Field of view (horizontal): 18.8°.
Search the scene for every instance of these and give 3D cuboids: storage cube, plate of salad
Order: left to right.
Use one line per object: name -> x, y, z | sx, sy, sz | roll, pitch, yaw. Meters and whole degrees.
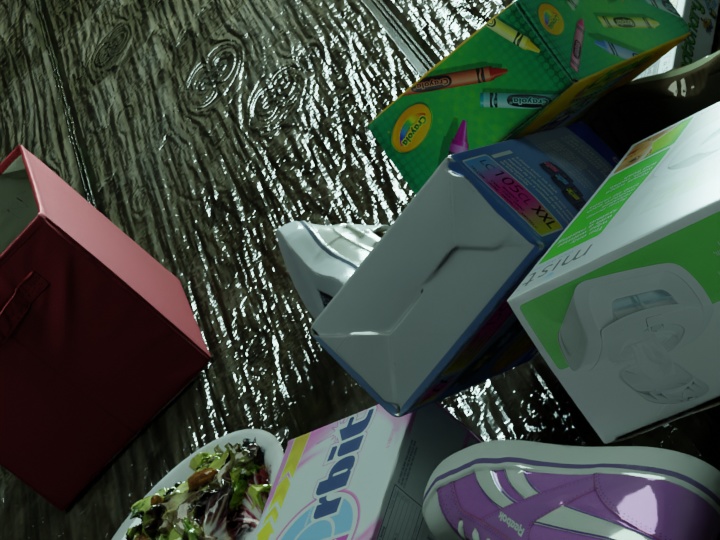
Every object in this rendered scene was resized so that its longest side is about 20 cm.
storage cube -> -0.245, 0.043, 1.670 | 0.171, 0.180, 0.200 | -46, 25, 5
plate of salad -> -0.127, 0.180, 1.423 | 0.200, 0.048, 0.200 | -39, 25, 22

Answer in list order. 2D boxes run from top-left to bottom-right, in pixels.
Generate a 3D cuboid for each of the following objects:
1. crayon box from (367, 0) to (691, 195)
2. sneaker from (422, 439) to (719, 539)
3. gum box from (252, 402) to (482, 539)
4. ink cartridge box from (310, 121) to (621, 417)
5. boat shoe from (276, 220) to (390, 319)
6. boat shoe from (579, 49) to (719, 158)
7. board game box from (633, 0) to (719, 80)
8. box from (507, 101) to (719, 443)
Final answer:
crayon box -> 0.102, -0.112, 1.259 | 0.119, 0.058, 0.200 | -39, -6, 30
sneaker -> 0.085, 0.147, 1.083 | 0.200, 0.073, 0.114 | -12, 46, 54
gum box -> -0.010, 0.174, 1.206 | 0.113, 0.066, 0.200 | -25, 33, 41
ink cartridge box -> 0.081, -0.006, 1.210 | 0.136, 0.076, 0.200 | -51, -15, 27
boat shoe -> 0.000, 0.000, 1.474 | 0.070, 0.071, 0.200 | -24, 16, -13
boat shoe -> 0.209, -0.095, 1.263 | 0.076, 0.072, 0.200 | -31, 7, -37
board game box -> 0.175, -0.146, 1.419 | 0.126, 0.035, 0.200 | -30, 30, 37
box -> 0.201, -0.022, 1.060 | 0.200, 0.097, 0.176 | -26, 12, 40
